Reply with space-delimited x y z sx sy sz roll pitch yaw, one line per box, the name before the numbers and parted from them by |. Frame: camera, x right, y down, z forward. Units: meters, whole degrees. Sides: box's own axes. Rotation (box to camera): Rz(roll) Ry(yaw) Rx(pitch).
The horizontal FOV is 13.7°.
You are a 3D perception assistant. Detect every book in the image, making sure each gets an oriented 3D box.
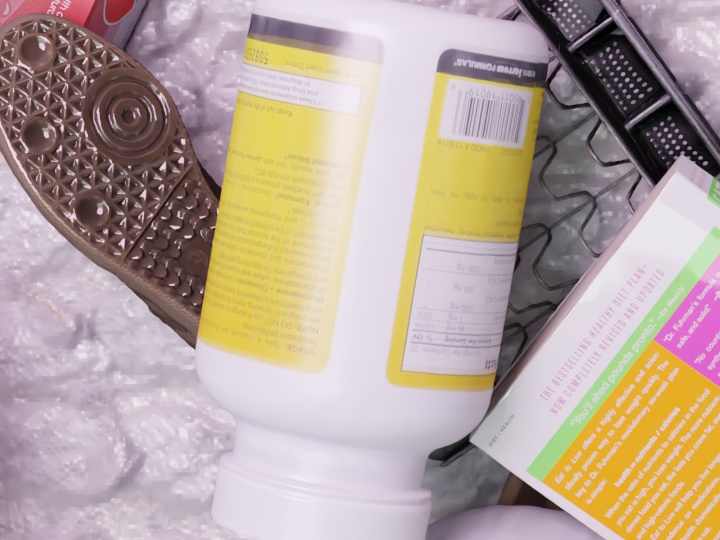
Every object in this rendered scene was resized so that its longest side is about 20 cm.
book | 0.161 0.067 1.134 0.200 0.048 0.134 37 112 -2

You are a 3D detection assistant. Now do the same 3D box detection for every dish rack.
dish rack | 0.052 -0.018 1.192 0.200 0.055 0.154 -36 88 22

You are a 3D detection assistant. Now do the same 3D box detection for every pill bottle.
pill bottle | 0.000 0.000 1.109 0.112 0.112 0.201 11 95 16

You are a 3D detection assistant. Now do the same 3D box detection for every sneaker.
sneaker | -0.082 -0.013 1.193 0.070 0.076 0.200 -44 96 -19

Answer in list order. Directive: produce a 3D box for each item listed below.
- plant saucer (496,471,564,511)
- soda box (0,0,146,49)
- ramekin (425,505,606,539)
plant saucer | 0.150 0.126 1.200 0.200 0.029 0.201 5 106 16
soda box | -0.100 -0.164 1.200 0.063 0.070 0.200 32 111 10
ramekin | 0.060 0.189 1.174 0.200 0.098 0.201 4 105 13
